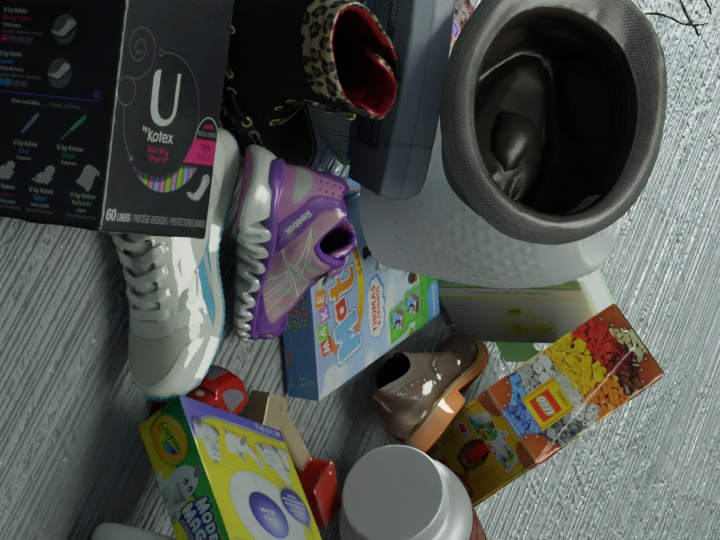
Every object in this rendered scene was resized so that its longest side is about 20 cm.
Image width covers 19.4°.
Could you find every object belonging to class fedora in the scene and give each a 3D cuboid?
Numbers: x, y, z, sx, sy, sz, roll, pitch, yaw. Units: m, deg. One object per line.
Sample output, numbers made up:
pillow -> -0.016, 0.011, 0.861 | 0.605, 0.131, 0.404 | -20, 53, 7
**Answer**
fedora -> 0.124, -0.111, 1.520 | 0.176, 0.090, 0.201 | 20, 75, -21

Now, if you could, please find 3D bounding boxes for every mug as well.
mug -> 0.109, -0.081, 1.643 | 0.148, 0.175, 0.201 | -38, 131, -49

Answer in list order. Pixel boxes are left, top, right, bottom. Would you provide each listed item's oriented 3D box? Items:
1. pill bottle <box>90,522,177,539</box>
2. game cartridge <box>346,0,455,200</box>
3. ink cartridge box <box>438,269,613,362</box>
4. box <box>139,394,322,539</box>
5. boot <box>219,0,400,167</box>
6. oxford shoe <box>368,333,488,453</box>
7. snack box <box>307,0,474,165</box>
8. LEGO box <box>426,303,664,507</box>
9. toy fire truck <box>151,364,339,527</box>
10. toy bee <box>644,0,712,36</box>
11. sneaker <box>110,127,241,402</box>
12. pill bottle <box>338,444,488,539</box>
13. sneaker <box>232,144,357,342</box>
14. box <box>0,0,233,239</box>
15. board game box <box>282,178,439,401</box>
pill bottle -> -0.163, 0.286, 1.461 | 0.111, 0.111, 0.201 | 41, 62, -55
game cartridge -> 0.031, -0.156, 1.547 | 0.133, 0.041, 0.201 | -134, -129, -75
ink cartridge box -> 0.163, 0.047, 1.919 | 0.200, 0.145, 0.048 | 61, 39, -47
box -> -0.075, 0.188, 1.448 | 0.117, 0.048, 0.200 | 25, 36, -49
boot -> -0.041, -0.132, 1.517 | 0.073, 0.150, 0.200 | -50, 137, -30
oxford shoe -> 0.059, 0.089, 1.831 | 0.071, 0.073, 0.200 | -51, -179, 22
snack box -> 0.002, -0.200, 1.662 | 0.200, 0.067, 0.169 | 52, 55, -50
LEGO box -> 0.153, 0.123, 1.835 | 0.149, 0.200, 0.077 | -32, 83, -24
toy fire truck -> -0.085, 0.141, 1.618 | 0.141, 0.049, 0.201 | -49, 136, -43
toy bee -> 0.224, -0.238, 2.011 | 0.200, 0.109, 0.131 | 29, 54, -26
sneaker -> -0.140, -0.009, 1.473 | 0.081, 0.076, 0.201 | 15, 78, -53
pill bottle -> 0.045, 0.221, 1.762 | 0.200, 0.112, 0.113 | 67, 41, -61
sneaker -> -0.048, -0.011, 1.552 | 0.200, 0.088, 0.081 | 99, -5, -55
box -> -0.162, -0.127, 1.365 | 0.122, 0.106, 0.201 | 2, 95, -60
board game box -> 0.000, 0.000, 1.740 | 0.200, 0.036, 0.152 | -33, 125, -51
